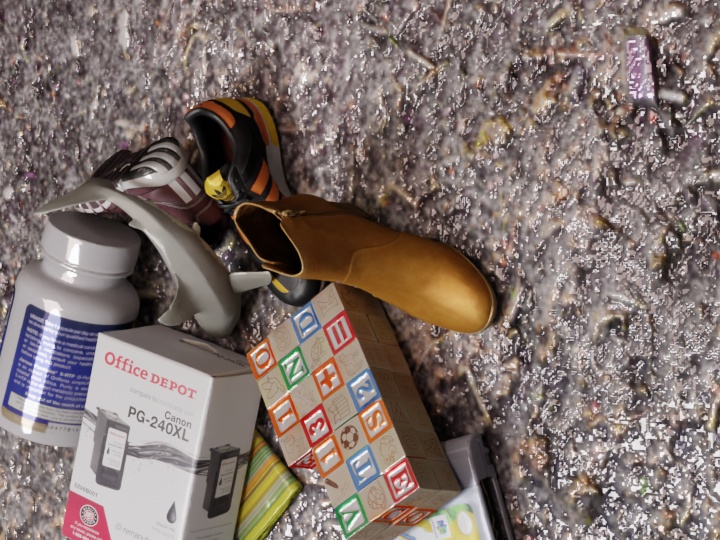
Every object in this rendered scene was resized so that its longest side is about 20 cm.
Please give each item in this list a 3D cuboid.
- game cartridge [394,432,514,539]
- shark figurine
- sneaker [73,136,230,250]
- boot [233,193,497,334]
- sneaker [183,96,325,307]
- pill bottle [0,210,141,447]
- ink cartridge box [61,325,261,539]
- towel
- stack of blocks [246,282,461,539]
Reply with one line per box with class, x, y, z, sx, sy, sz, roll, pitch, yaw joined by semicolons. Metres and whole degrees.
game cartridge;0.071;0.247;1.474;0.133;0.040;0.201;-21;81;39
shark figurine;-0.169;-0.001;1.525;0.128;0.090;0.215;-8;133;50
sneaker;-0.188;-0.052;1.618;0.116;0.076;0.200;48;158;-18
boot;0.000;-0.001;1.438;0.201;0.144;0.071;33;113;29
sneaker;-0.100;-0.058;1.539;0.070;0.090;0.201;-28;77;34
pill bottle;-0.274;0.053;1.658;0.120;0.120;0.201;28;110;31
ink cartridge box;-0.180;0.164;1.599;0.145;0.083;0.201;18;102;33
towel;-0.134;0.155;1.629;0.200;0.018;0.086;50;116;22
stack of blocks;-0.009;0.126;1.479;0.115;0.058;0.200;-40;58;28
